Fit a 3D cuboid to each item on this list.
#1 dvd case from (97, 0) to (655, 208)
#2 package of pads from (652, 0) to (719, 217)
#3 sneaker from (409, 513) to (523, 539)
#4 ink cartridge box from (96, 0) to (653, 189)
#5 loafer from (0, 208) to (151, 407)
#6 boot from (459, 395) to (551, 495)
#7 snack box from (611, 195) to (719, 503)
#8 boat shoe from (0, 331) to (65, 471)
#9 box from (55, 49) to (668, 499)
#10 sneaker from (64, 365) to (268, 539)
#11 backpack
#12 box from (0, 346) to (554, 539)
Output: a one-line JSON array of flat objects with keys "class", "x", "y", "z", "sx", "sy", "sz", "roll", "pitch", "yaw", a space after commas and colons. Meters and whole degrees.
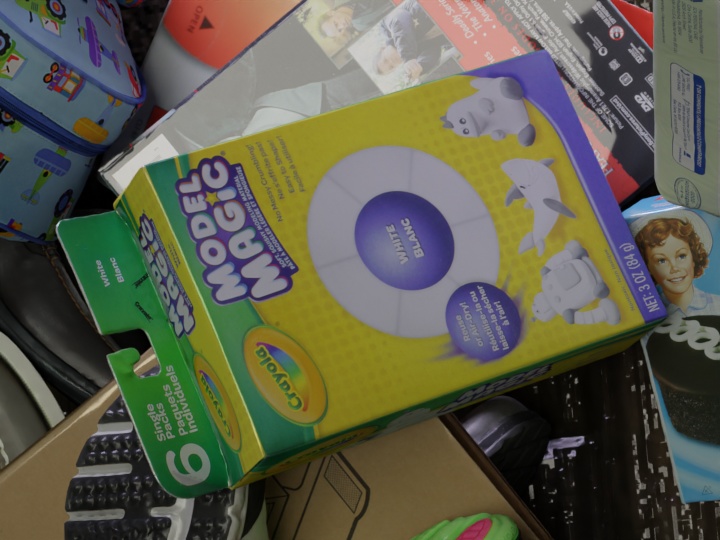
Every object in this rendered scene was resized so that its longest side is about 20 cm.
[{"class": "dvd case", "x": 0.017, "y": -0.047, "z": 1.025, "sx": 0.200, "sy": 0.022, "sz": 0.146, "roll": -40, "pitch": 84, "yaw": 0}, {"class": "package of pads", "x": 0.167, "y": -0.124, "z": 0.904, "sx": 0.068, "sy": 0.155, "sz": 0.200, "roll": 21, "pitch": 64, "yaw": 19}, {"class": "sneaker", "x": 0.019, "y": 0.183, "z": 0.944, "sx": 0.077, "sy": 0.084, "sz": 0.200, "roll": 10, "pitch": 79, "yaw": 67}, {"class": "ink cartridge box", "x": 0.006, "y": -0.068, "z": 1.060, "sx": 0.200, "sy": 0.050, "sz": 0.162, "roll": 27, "pitch": 97, "yaw": 25}, {"class": "loafer", "x": -0.124, "y": 0.001, "z": 1.088, "sx": 0.072, "sy": 0.073, "sz": 0.200, "roll": -45, "pitch": 61, "yaw": -3}, {"class": "boot", "x": -0.030, "y": 0.089, "z": 1.059, "sx": 0.200, "sy": 0.068, "sz": 0.131, "roll": -44, "pitch": 66, "yaw": 13}, {"class": "snack box", "x": 0.200, "y": 0.016, "z": 0.949, "sx": 0.200, "sy": 0.037, "sz": 0.116, "roll": -10, "pitch": 100, "yaw": 29}, {"class": "boat shoe", "x": -0.140, "y": 0.122, "z": 1.058, "sx": 0.072, "sy": 0.060, "sz": 0.202, "roll": 13, "pitch": 122, "yaw": 56}, {"class": "box", "x": 0.000, "y": 0.000, "z": 0.941, "sx": 0.200, "sy": 0.048, "sz": 0.117, "roll": -19, "pitch": 78, "yaw": -24}, {"class": "sneaker", "x": -0.063, "y": 0.131, "z": 0.964, "sx": 0.074, "sy": 0.080, "sz": 0.200, "roll": 3, "pitch": 86, "yaw": 31}, {"class": "backpack", "x": -0.161, "y": -0.116, "z": 1.041, "sx": 0.135, "sy": 0.183, "sz": 0.200, "roll": -39, "pitch": 51, "yaw": 12}, {"class": "box", "x": -0.048, "y": 0.107, "z": 0.997, "sx": 0.200, "sy": 0.021, "sz": 0.164, "roll": -39, "pitch": 92, "yaw": 16}]
